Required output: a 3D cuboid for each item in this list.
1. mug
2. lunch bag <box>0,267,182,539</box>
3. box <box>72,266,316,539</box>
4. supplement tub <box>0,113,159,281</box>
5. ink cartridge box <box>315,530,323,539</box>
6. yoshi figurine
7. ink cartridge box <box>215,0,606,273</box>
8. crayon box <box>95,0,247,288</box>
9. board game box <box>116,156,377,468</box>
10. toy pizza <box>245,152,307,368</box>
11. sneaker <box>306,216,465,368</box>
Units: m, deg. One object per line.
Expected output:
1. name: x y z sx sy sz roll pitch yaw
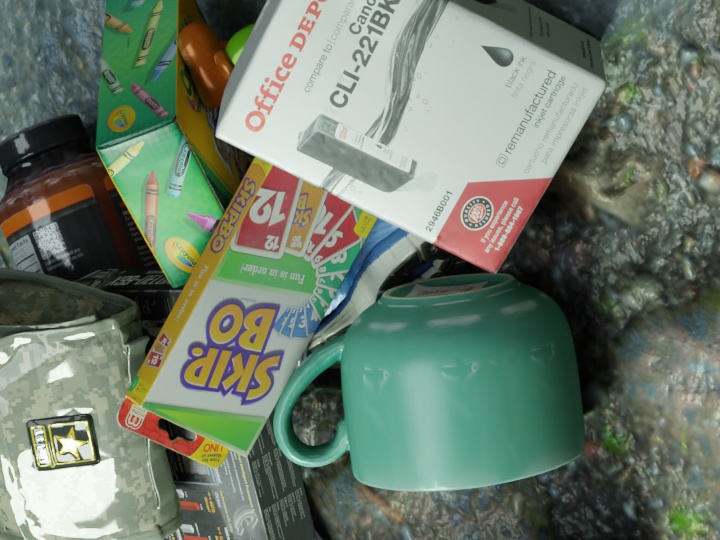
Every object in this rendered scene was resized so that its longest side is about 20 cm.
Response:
1. mug: 0.049 0.068 1.210 0.152 0.184 0.116 5 104 59
2. lunch bag: -0.214 0.096 1.288 0.199 0.117 0.166 5 114 38
3. box: -0.122 0.099 1.321 0.157 0.050 0.202 -2 107 42
4. supplement tub: -0.207 -0.013 1.439 0.106 0.107 0.202 -23 88 40
5. ink cartridge box: -0.118 0.170 1.430 0.119 0.042 0.201 -28 101 40
6. yoshi figurine: -0.019 -0.180 1.236 0.199 0.113 0.112 -23 127 13
7. ink cartridge box: 0.029 -0.113 1.165 0.199 0.084 0.145 26 113 -8
8. crayon box: -0.123 -0.099 1.270 0.058 0.201 0.119 -19 126 10
9. board game box: -0.072 0.028 1.216 0.030 0.095 0.201 31 91 51
10. toy pizza: -0.091 0.016 1.351 0.200 0.031 0.202 24 117 60
11. sneaker: 0.000 0.000 1.311 0.200 0.078 0.090 -46 55 40
